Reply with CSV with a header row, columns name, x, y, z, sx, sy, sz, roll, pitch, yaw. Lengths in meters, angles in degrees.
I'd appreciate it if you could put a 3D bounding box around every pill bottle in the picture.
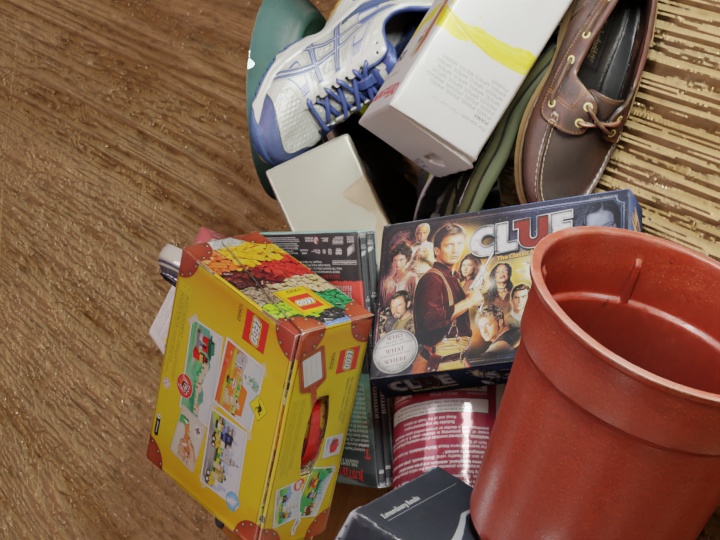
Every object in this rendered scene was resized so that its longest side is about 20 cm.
name,x,y,z,sx,sy,sz,roll,pitch,yaw
pill bottle,0.078,0.161,1.620,0.110,0.109,0.200,-27,55,53

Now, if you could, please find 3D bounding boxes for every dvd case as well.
name,x,y,z,sx,sy,sz,roll,pitch,yaw
dvd case,-0.032,0.068,1.686,0.146,0.022,0.200,-1,94,51

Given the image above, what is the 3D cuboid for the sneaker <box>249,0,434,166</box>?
name,x,y,z,sx,sy,sz,roll,pitch,yaw
sneaker,-0.010,-0.165,1.754,0.088,0.075,0.200,19,65,45

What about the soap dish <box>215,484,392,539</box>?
name,x,y,z,sx,sy,sz,roll,pitch,yaw
soap dish,-0.045,0.200,1.839,0.200,0.081,0.158,34,108,57

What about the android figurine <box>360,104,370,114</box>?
name,x,y,z,sx,sy,sz,roll,pitch,yaw
android figurine,0.025,-0.201,1.873,0.182,0.041,0.200,-47,25,8

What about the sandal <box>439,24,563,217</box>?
name,x,y,z,sx,sy,sz,roll,pitch,yaw
sandal,0.129,-0.111,1.696,0.201,0.057,0.080,-62,7,11

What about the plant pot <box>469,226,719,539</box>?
name,x,y,z,sx,sy,sz,roll,pitch,yaw
plant pot,0.174,0.106,1.420,0.201,0.201,0.195,60,137,50

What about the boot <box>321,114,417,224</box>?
name,x,y,z,sx,sy,sz,roll,pitch,yaw
boot,-0.014,-0.039,1.900,0.151,0.073,0.200,-60,39,26

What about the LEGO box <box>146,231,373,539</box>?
name,x,y,z,sx,sy,sz,roll,pitch,yaw
LEGO box,-0.082,0.093,1.666,0.149,0.077,0.200,35,124,37

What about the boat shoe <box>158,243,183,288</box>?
name,x,y,z,sx,sy,sz,roll,pitch,yaw
boat shoe,-0.105,0.066,1.780,0.093,0.200,0.075,-55,-9,-5

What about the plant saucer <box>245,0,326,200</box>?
name,x,y,z,sx,sy,sz,roll,pitch,yaw
plant saucer,-0.056,-0.164,1.955,0.036,0.200,0.200,2,77,16

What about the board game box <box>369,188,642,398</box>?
name,x,y,z,sx,sy,sz,roll,pitch,yaw
board game box,0.109,0.018,1.582,0.200,0.035,0.136,-9,57,22

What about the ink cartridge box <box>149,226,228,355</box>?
name,x,y,z,sx,sy,sz,roll,pitch,yaw
ink cartridge box,-0.114,0.050,1.892,0.117,0.067,0.200,-63,26,8

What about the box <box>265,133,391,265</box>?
name,x,y,z,sx,sy,sz,roll,pitch,yaw
box,0.000,0.000,1.745,0.095,0.078,0.200,63,-178,-75

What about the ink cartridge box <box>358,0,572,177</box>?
name,x,y,z,sx,sy,sz,roll,pitch,yaw
ink cartridge box,0.092,-0.182,1.662,0.200,0.083,0.145,-59,7,-6

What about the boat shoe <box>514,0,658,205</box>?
name,x,y,z,sx,sy,sz,roll,pitch,yaw
boat shoe,0.173,-0.133,1.618,0.070,0.070,0.200,16,92,64

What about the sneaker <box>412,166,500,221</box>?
name,x,y,z,sx,sy,sz,roll,pitch,yaw
sneaker,0.079,-0.084,1.775,0.081,0.074,0.200,178,105,-78

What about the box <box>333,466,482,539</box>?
name,x,y,z,sx,sy,sz,roll,pitch,yaw
box,0.083,0.238,1.455,0.200,0.148,0.104,30,109,20
